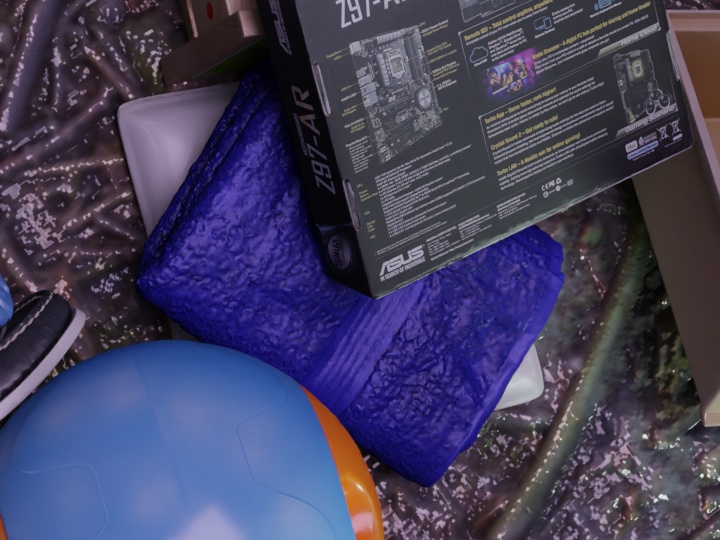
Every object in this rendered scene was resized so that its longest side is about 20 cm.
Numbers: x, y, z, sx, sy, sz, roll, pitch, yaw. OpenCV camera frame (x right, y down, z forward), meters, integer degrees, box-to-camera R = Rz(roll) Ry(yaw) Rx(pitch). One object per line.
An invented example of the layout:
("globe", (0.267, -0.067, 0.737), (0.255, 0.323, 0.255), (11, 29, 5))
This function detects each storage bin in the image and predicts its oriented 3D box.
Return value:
("storage bin", (0.254, -0.029, 1.590), (0.198, 0.094, 0.201), (-2, 59, -22))

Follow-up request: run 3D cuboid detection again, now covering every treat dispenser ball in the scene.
("treat dispenser ball", (-0.088, 0.133, 1.411), (0.200, 0.201, 0.202), (3, 82, -21))

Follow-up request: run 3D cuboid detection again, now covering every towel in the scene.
("towel", (0.000, 0.000, 1.507), (0.200, 0.050, 0.148), (34, 77, -21))

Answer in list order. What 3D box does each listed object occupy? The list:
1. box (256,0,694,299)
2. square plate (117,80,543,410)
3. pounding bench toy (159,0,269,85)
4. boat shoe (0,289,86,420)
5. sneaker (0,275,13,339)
("box", (0.059, -0.099, 1.464), (0.199, 0.043, 0.161), (-26, 115, -23))
("square plate", (-0.010, -0.010, 1.556), (0.197, 0.028, 0.201), (-14, 88, -22))
("pounding bench toy", (-0.007, -0.197, 1.529), (0.199, 0.124, 0.157), (-12, 87, -23))
("boat shoe", (-0.219, 0.069, 1.429), (0.200, 0.076, 0.060), (-42, 102, -16))
("sneaker", (-0.251, 0.022, 1.400), (0.199, 0.071, 0.083), (0, 98, 17))
